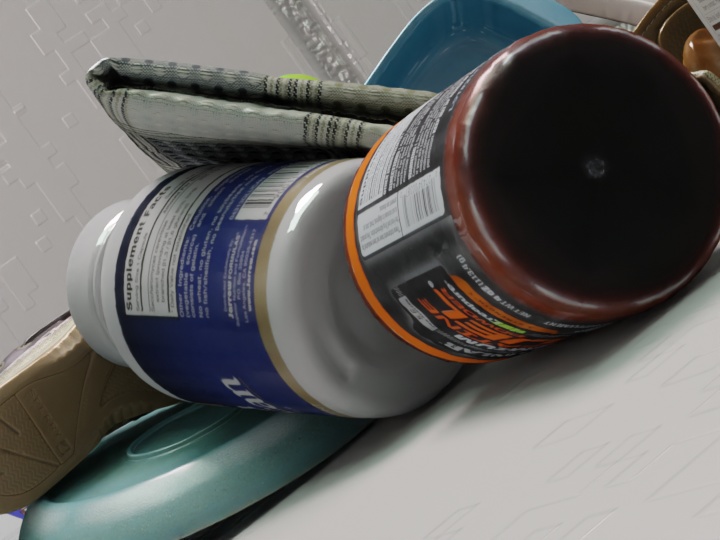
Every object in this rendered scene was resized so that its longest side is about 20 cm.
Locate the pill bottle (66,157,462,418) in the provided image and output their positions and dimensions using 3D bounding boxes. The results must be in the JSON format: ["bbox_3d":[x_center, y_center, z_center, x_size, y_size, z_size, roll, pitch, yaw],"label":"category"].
[{"bbox_3d":[-0.047,0.007,1.151,0.111,0.111,0.200,-37,22,-31],"label":"pill bottle"}]

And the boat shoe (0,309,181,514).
[{"bbox_3d":[-0.134,0.050,1.252,0.200,0.072,0.065,-40,22,-32],"label":"boat shoe"}]

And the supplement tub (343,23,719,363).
[{"bbox_3d":[0.056,-0.021,0.972,0.107,0.107,0.200,-37,2,-18],"label":"supplement tub"}]

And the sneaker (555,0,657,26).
[{"bbox_3d":[0.174,-0.182,1.469,0.073,0.200,0.085,-55,-24,-74],"label":"sneaker"}]

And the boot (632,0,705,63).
[{"bbox_3d":[0.142,-0.086,1.424,0.200,0.074,0.155,-34,-3,-25],"label":"boot"}]

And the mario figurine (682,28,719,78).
[{"bbox_3d":[0.231,-0.167,1.249,0.200,0.106,0.124,-44,30,49],"label":"mario figurine"}]

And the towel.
[{"bbox_3d":[-0.011,-0.052,1.177,0.200,0.035,0.193,6,-10,8],"label":"towel"}]

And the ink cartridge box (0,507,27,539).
[{"bbox_3d":[-0.164,0.145,1.310,0.099,0.039,0.200,-34,13,-18],"label":"ink cartridge box"}]

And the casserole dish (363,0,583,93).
[{"bbox_3d":[0.048,-0.051,1.294,0.200,0.121,0.039,-56,-13,-17],"label":"casserole dish"}]

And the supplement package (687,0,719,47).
[{"bbox_3d":[0.186,-0.180,1.080,0.121,0.200,0.120,-36,3,-16],"label":"supplement package"}]

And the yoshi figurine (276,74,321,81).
[{"bbox_3d":[-0.057,-0.030,1.447,0.200,0.112,0.112,-50,5,16],"label":"yoshi figurine"}]

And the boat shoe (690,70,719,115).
[{"bbox_3d":[0.134,-0.058,1.146,0.075,0.075,0.202,-20,13,18],"label":"boat shoe"}]

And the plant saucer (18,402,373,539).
[{"bbox_3d":[-0.078,0.083,1.223,0.200,0.027,0.200,-24,10,5],"label":"plant saucer"}]
